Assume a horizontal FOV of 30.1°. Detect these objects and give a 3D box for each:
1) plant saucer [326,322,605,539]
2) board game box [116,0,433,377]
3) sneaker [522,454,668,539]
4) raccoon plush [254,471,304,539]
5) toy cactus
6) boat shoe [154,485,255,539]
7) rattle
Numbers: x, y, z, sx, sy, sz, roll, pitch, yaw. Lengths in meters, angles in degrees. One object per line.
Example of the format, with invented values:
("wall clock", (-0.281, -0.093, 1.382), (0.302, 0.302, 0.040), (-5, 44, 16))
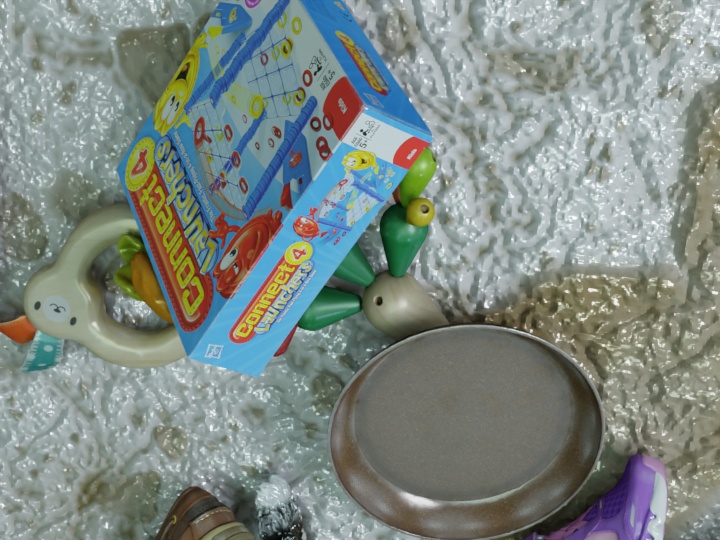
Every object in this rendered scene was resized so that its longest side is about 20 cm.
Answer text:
("plant saucer", (0.074, 0.112, 0.960), (0.198, 0.032, 0.202), (-1, 125, -1))
("board game box", (-0.065, -0.074, 0.851), (0.056, 0.201, 0.196), (18, 119, -38))
("sneaker", (0.158, 0.216, 0.983), (0.088, 0.081, 0.202), (25, 114, 4))
("raccoon plush", (-0.006, 0.253, 1.024), (0.132, 0.097, 0.202), (-7, 109, 4))
("toy cactus", (0.000, 0.000, 0.930), (0.165, 0.102, 0.200), (41, 104, -17))
("boat shoe", (-0.152, 0.251, 1.066), (0.068, 0.072, 0.201), (49, 125, 26))
("rattle", (-0.198, 0.043, 0.953), (0.198, 0.144, 0.131), (-16, 126, 10))
